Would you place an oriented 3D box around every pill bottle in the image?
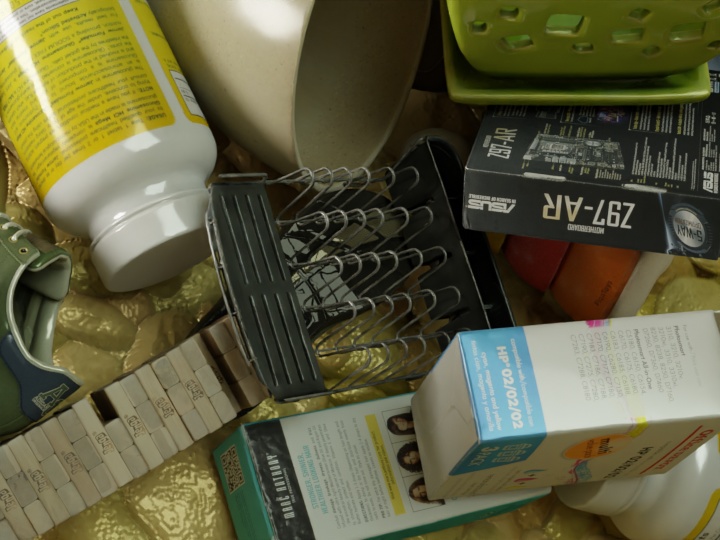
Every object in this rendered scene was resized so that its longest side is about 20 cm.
[{"bbox_3d":[0.234,0.138,0.993,0.200,0.111,0.111,15,60,-22],"label":"pill bottle"},{"bbox_3d":[-0.158,-0.093,0.897,0.112,0.112,0.200,-19,76,-34],"label":"pill bottle"}]

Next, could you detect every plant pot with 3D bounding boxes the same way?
[{"bbox_3d":[0.139,-0.211,0.919,0.200,0.182,0.199,0,60,-3],"label":"plant pot"}]

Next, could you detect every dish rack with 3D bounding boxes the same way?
[{"bbox_3d":[0.000,0.000,0.881,0.200,0.055,0.154,-6,73,-47],"label":"dish rack"}]

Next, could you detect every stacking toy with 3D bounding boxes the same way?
[{"bbox_3d":[0.122,-0.051,1.034,0.200,0.146,0.146,25,55,3],"label":"stacking toy"}]

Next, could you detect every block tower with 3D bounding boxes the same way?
[{"bbox_3d":[-0.138,0.091,0.826,0.200,0.058,0.054,-30,92,-25],"label":"block tower"}]

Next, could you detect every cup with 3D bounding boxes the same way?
[{"bbox_3d":[-0.056,-0.167,0.958,0.143,0.200,0.200,20,52,20],"label":"cup"}]

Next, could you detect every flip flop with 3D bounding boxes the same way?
[{"bbox_3d":[-0.045,0.021,0.941,0.081,0.058,0.200,48,69,-7],"label":"flip flop"}]

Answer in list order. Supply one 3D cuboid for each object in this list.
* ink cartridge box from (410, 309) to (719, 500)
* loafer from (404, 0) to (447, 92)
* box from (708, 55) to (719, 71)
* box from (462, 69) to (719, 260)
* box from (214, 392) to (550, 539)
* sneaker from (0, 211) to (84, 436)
[{"bbox_3d":[0.142,0.079,0.864,0.200,0.115,0.068,-5,67,-15],"label":"ink cartridge box"},{"bbox_3d":[0.026,-0.221,1.046,0.071,0.073,0.200,-24,98,-45],"label":"loafer"},{"bbox_3d":[0.194,-0.196,1.134,0.200,0.123,0.199,36,53,-8],"label":"box"},{"bbox_3d":[0.160,-0.082,0.959,0.160,0.044,0.200,7,31,10],"label":"box"},{"bbox_3d":[0.016,0.125,0.911,0.200,0.049,0.082,-7,70,-31],"label":"box"},{"bbox_3d":[-0.203,0.000,0.825,0.090,0.067,0.200,-19,64,9],"label":"sneaker"}]
